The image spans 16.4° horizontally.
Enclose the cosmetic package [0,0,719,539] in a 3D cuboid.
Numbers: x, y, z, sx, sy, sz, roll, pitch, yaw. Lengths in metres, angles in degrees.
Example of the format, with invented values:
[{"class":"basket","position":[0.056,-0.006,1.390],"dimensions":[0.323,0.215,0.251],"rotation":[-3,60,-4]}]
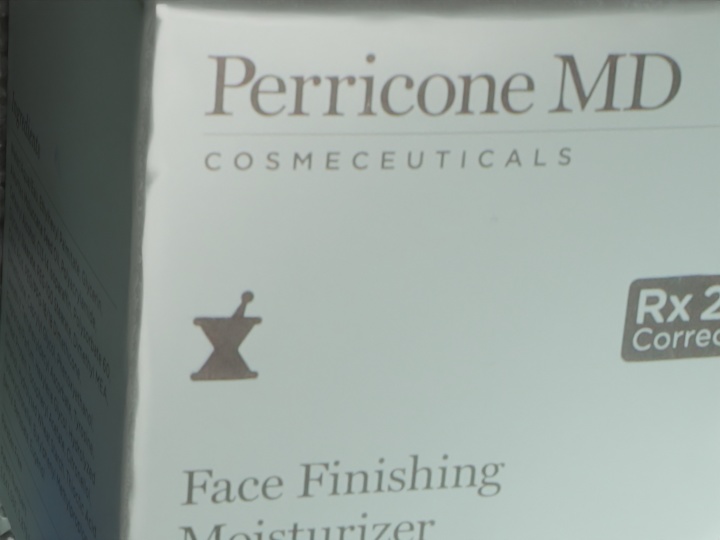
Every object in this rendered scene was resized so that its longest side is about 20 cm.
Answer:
[{"class":"cosmetic package","position":[0.000,0.000,0.651],"dimensions":[0.165,0.165,0.200],"rotation":[-3,113,-17]}]
